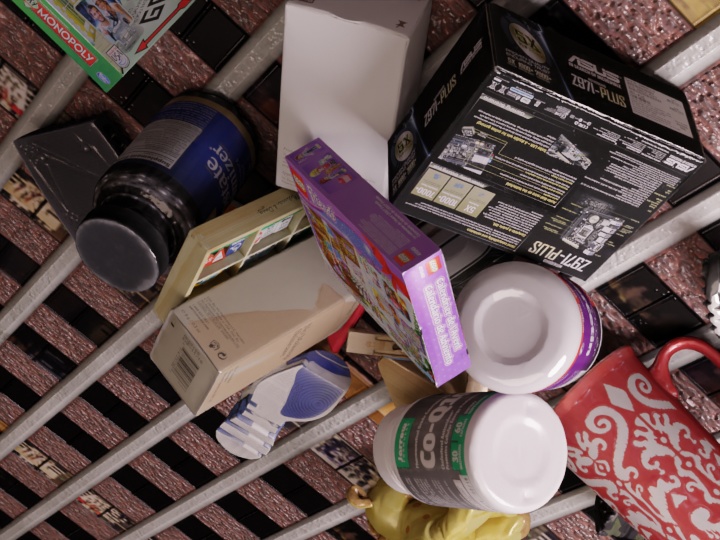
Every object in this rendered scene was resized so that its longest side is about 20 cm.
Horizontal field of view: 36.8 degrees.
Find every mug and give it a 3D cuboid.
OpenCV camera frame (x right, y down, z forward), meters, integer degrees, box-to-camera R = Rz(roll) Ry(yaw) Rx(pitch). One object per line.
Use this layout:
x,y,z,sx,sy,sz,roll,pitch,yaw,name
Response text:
0.293,0.173,1.026,0.200,0.133,0.178,47,125,23,mug

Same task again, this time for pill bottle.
0.158,0.054,0.987,0.112,0.200,0.113,-1,86,20,pill bottle
0.100,0.177,1.063,0.113,0.113,0.200,44,155,-16,pill bottle
-0.184,-0.075,1.033,0.111,0.200,0.112,14,134,14,pill bottle

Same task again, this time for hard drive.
-0.278,-0.078,1.191,0.134,0.042,0.200,-7,126,31,hard drive

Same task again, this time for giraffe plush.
0.080,0.294,1.295,0.162,0.200,0.173,35,159,41,giraffe plush

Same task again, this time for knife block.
0.130,0.145,1.180,0.175,0.064,0.201,-3,128,27,knife block

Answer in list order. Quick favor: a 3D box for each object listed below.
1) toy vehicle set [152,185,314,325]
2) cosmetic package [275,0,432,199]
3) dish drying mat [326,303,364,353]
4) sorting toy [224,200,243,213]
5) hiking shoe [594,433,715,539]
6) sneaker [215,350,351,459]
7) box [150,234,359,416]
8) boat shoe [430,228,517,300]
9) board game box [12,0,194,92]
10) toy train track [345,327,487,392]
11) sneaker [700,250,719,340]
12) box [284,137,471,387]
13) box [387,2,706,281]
-0.100,-0.026,1.042,0.027,0.200,0.124,48,137,14,toy vehicle set
-0.009,-0.157,0.961,0.112,0.081,0.201,19,134,9,cosmetic package
0.000,0.000,1.111,0.018,0.077,0.200,-1,143,-25,dish drying mat
-0.147,0.051,1.146,0.106,0.180,0.201,9,133,19,sorting toy
0.337,0.232,1.166,0.100,0.076,0.200,17,140,-14,hiking shoe
-0.088,0.124,1.233,0.080,0.115,0.199,35,133,-17,sneaker
-0.095,0.047,1.048,0.078,0.200,0.095,50,142,14,box
0.079,0.009,1.074,0.071,0.072,0.200,29,146,-23,boat shoe
-0.203,-0.249,0.883,0.135,0.200,0.029,45,132,-17,board game box
0.084,0.080,1.136,0.199,0.033,0.115,6,104,-7,toy train track
0.374,0.052,0.977,0.090,0.067,0.200,-15,126,32,sneaker
0.014,-0.010,0.915,0.200,0.039,0.137,46,162,44,box
0.146,-0.098,0.884,0.199,0.086,0.164,19,135,-19,box
